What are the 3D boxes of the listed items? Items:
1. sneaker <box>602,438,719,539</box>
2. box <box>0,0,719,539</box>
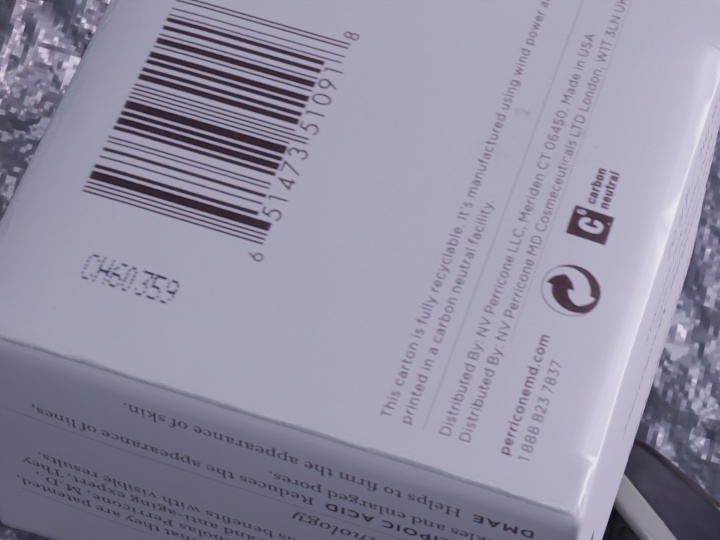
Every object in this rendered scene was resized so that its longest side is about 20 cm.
[{"bbox_3d":[0.162,0.117,0.849,0.106,0.075,0.200,-41,86,-24],"label":"sneaker"},{"bbox_3d":[0.000,0.000,0.782,0.199,0.131,0.199,16,59,9],"label":"box"}]
